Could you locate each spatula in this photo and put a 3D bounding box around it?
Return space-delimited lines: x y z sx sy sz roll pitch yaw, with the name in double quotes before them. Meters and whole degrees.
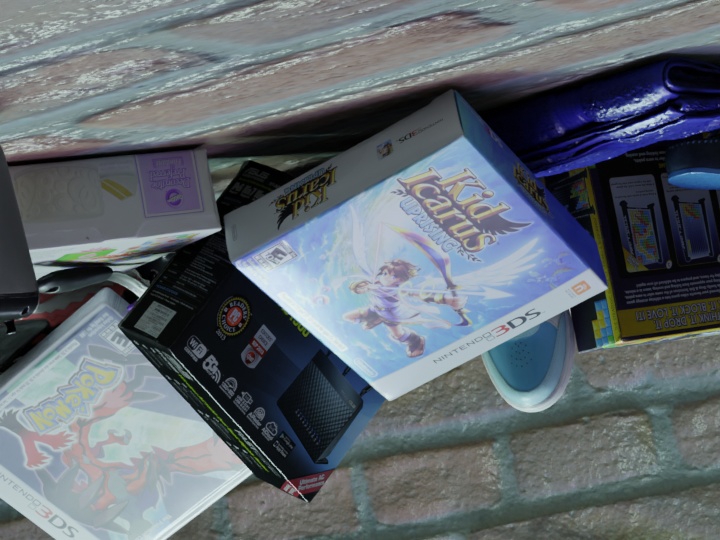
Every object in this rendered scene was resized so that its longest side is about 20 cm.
"spatula" -0.165 0.009 1.629 0.056 0.021 0.200 -27 166 24

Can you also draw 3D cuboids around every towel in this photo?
"towel" 0.173 -0.097 1.627 0.199 0.050 0.147 -15 172 42

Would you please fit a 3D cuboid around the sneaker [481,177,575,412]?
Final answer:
"sneaker" 0.100 0.000 1.765 0.079 0.201 0.130 -14 162 20

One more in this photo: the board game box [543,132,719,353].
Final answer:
"board game box" 0.239 -0.031 1.832 0.199 0.167 0.057 -5 173 -37

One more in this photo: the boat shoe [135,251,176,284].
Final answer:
"boat shoe" -0.139 -0.009 1.875 0.198 0.067 0.074 -9 177 -10

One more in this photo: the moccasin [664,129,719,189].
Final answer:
"moccasin" 0.300 -0.097 1.800 0.199 0.069 0.080 -3 179 -44

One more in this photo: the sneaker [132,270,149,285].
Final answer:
"sneaker" -0.084 -0.008 2.014 0.199 0.074 0.115 -2 180 20

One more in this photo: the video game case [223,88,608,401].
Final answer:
"video game case" 0.039 -0.011 1.580 0.181 0.046 0.200 -29 137 19

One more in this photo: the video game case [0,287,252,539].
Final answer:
"video game case" -0.185 0.125 1.756 0.200 0.182 0.023 -38 -156 27

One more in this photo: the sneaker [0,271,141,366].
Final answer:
"sneaker" -0.250 0.014 1.734 0.200 0.087 0.074 -17 161 -51

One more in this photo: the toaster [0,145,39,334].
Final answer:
"toaster" -0.307 -0.006 1.300 0.180 0.120 0.200 -14 174 33

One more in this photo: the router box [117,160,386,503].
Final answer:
"router box" -0.057 0.045 1.662 0.062 0.150 0.200 20 157 44

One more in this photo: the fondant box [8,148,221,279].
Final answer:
"fondant box" -0.199 -0.029 1.596 0.143 0.059 0.200 -7 175 -28

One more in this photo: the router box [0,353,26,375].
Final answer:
"router box" -0.247 0.082 1.851 0.198 0.062 0.150 9 -146 0
